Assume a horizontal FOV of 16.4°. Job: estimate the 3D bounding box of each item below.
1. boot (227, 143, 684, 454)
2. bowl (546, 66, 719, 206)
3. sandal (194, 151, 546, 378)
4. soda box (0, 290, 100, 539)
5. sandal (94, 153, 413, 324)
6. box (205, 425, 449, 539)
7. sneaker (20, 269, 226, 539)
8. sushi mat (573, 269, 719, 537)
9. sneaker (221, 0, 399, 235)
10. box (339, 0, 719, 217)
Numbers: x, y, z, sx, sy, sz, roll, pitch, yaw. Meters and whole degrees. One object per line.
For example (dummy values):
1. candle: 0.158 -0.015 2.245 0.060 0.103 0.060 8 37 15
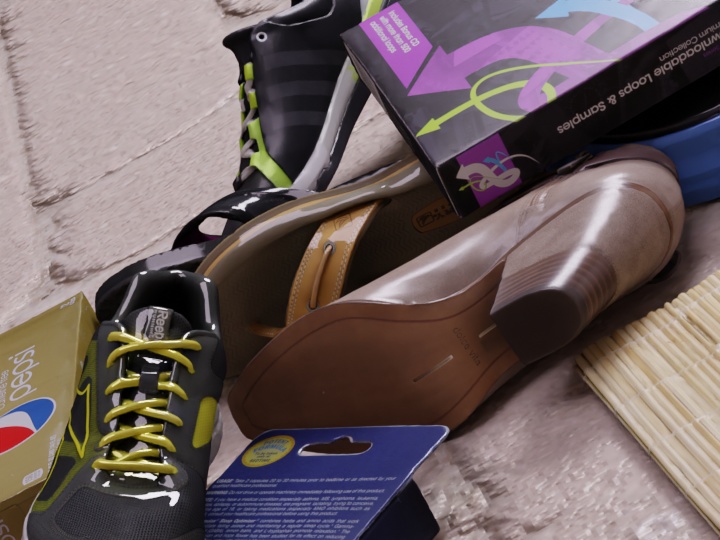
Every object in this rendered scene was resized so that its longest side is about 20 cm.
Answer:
1. boot: 0.050 0.008 1.101 0.199 0.071 0.146 -17 18 27
2. bowl: 0.162 -0.116 1.186 0.200 0.039 0.201 -23 38 19
3. sandal: 0.000 0.000 1.175 0.199 0.080 0.054 -26 49 8
4. soda box: -0.142 0.086 1.151 0.064 0.068 0.200 -27 21 6
5. sandal: -0.035 -0.014 1.228 0.199 0.076 0.048 -20 51 3
6. box: -0.051 0.133 0.982 0.121 0.033 0.200 -6 32 46
7. sneaker: -0.093 0.063 1.000 0.074 0.085 0.200 5 23 -2
8. sushi mat: 0.149 0.046 0.949 0.095 0.012 0.200 -29 22 -3
9. sneaker: -0.046 -0.090 1.337 0.201 0.082 0.072 -64 11 -28
10. box: 0.102 -0.118 1.157 0.199 0.036 0.143 -30 35 -3
